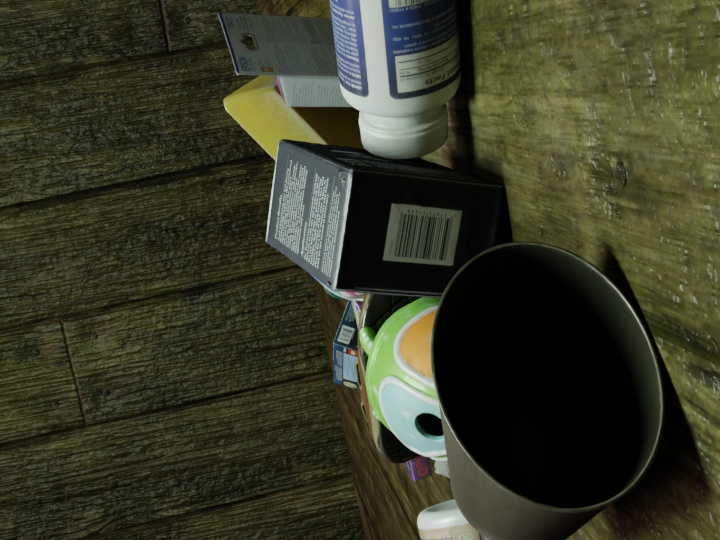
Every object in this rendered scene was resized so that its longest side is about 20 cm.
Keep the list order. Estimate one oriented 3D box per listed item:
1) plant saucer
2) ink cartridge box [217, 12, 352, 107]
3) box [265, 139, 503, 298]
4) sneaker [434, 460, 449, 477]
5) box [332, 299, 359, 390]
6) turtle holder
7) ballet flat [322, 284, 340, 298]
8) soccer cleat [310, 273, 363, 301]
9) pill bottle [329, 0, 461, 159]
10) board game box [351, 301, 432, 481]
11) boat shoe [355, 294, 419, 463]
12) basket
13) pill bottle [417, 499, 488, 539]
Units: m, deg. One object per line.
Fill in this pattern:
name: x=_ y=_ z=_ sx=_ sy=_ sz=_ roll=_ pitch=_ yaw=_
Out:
plant saucer: x=-0.037 y=-0.168 z=1.256 sx=0.200 sy=0.048 sz=0.200 roll=45 pitch=-147 yaw=-4
ink cartridge box: x=-0.053 y=-0.237 z=1.216 sx=0.197 sy=0.199 sz=0.043 roll=-111 pitch=23 yaw=-56
box: x=0.015 y=-0.050 z=0.983 sx=0.200 sy=0.147 sz=0.105 roll=-148 pitch=64 yaw=-65
sneaker: x=0.080 y=0.132 z=1.119 sx=0.075 sy=0.082 sz=0.201 roll=-26 pitch=-77 yaw=-53
box: x=0.014 y=0.040 z=1.409 sx=0.137 sy=0.038 sz=0.201 roll=90 pitch=-162 yaw=-64
turtle holder: x=0.082 y=0.121 z=0.989 sx=0.132 sy=0.140 sz=0.186 roll=35 pitch=124 yaw=58
ballet flat: x=-0.017 y=-0.056 z=1.417 sx=0.071 sy=0.069 sz=0.200 roll=59 pitch=148 yaw=40
soccer cleat: x=0.000 y=0.000 z=1.189 sx=0.086 sy=0.070 sz=0.200 roll=44 pitch=172 yaw=-22
pill bottle: x=0.032 y=-0.205 z=0.949 sx=0.111 sy=0.111 sz=0.201 roll=-112 pitch=12 yaw=-54
board game box: x=0.036 y=0.133 z=1.263 sx=0.120 sy=0.032 sz=0.201 roll=-136 pitch=29 yaw=-60
boat shoe: x=0.024 y=0.092 z=1.072 sx=0.074 sy=0.075 sz=0.201 roll=-139 pitch=43 yaw=-61
basket: x=0.118 y=0.109 z=0.736 sx=0.200 sy=0.135 sz=0.181 roll=82 pitch=174 yaw=-59
pill bottle: x=0.130 y=0.318 z=1.032 sx=0.116 sy=0.115 sz=0.201 roll=120 pitch=136 yaw=-80
